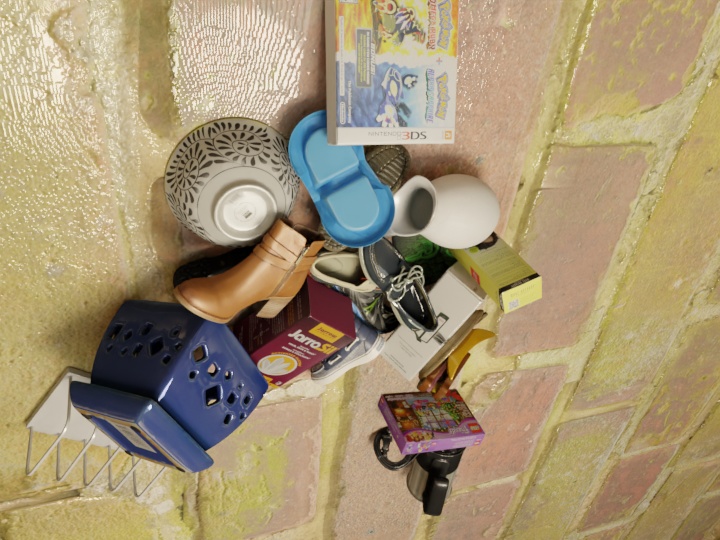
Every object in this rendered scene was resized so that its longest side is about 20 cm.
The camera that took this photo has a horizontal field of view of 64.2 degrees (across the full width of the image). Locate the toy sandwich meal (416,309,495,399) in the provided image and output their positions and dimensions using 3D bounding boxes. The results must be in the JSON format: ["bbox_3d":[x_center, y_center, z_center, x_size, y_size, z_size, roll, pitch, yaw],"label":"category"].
[{"bbox_3d":[0.186,0.163,1.123,0.205,0.070,0.205,-46,174,-6],"label":"toy sandwich meal"}]

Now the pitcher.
[{"bbox_3d":[0.119,-0.089,0.939,0.199,0.122,0.171,-4,168,-45],"label":"pitcher"}]

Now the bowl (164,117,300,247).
[{"bbox_3d":[-0.170,-0.103,0.816,0.200,0.094,0.202,-13,128,-17],"label":"bowl"}]

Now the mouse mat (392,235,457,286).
[{"bbox_3d":[0.155,-0.044,1.063,0.199,0.008,0.162,-19,130,-12],"label":"mouse mat"}]

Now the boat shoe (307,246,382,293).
[{"bbox_3d":[0.000,0.000,0.934,0.199,0.063,0.072,11,95,-25],"label":"boat shoe"}]

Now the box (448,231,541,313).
[{"bbox_3d":[0.222,-0.015,0.979,0.075,0.200,0.050,-23,130,-9],"label":"box"}]

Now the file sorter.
[{"bbox_3d":[-0.430,0.280,0.962,0.200,0.125,0.139,31,107,-37],"label":"file sorter"}]

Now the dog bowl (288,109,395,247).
[{"bbox_3d":[-0.029,-0.130,0.834,0.111,0.050,0.201,-29,99,-8],"label":"dog bowl"}]

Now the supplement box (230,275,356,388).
[{"bbox_3d":[-0.117,0.107,0.963,0.200,0.086,0.110,-34,134,28],"label":"supplement box"}]

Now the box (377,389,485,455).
[{"bbox_3d":[0.153,0.325,1.248,0.199,0.137,0.039,2,124,-26],"label":"box"}]

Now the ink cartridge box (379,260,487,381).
[{"bbox_3d":[0.138,0.086,1.052,0.200,0.084,0.146,-51,171,18],"label":"ink cartridge box"}]

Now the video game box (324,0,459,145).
[{"bbox_3d":[0.044,-0.272,0.779,0.181,0.047,0.201,-7,106,-23],"label":"video game box"}]

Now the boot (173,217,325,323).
[{"bbox_3d":[-0.146,-0.003,0.801,0.199,0.077,0.156,12,122,-48],"label":"boot"}]

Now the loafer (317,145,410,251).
[{"bbox_3d":[-0.001,-0.119,0.900,0.076,0.067,0.200,42,86,-12],"label":"loafer"}]

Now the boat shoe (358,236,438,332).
[{"bbox_3d":[0.064,0.023,0.908,0.075,0.062,0.201,-41,121,-23],"label":"boat shoe"}]

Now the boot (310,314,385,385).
[{"bbox_3d":[-0.049,0.140,1.052,0.090,0.073,0.200,43,130,-15],"label":"boot"}]

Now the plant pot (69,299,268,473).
[{"bbox_3d":[-0.289,0.177,0.860,0.180,0.199,0.201,-61,142,-35],"label":"plant pot"}]

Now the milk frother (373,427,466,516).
[{"bbox_3d":[0.130,0.453,1.354,0.199,0.181,0.189,18,125,16],"label":"milk frother"}]

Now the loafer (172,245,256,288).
[{"bbox_3d":[-0.192,0.004,0.907,0.199,0.068,0.071,-17,141,-9],"label":"loafer"}]

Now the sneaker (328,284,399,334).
[{"bbox_3d":[0.018,0.046,1.025,0.083,0.071,0.200,-34,128,11],"label":"sneaker"}]
